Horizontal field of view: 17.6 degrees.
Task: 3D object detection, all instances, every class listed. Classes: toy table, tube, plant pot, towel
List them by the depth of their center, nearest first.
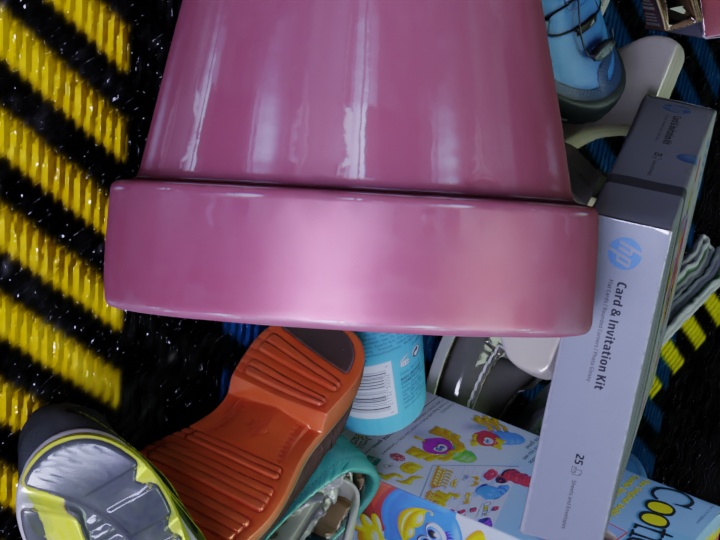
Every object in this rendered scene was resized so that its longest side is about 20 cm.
[{"bbox_3d":[-0.001,-0.068,0.945,0.200,0.200,0.180,1,91,-65],"label":"plant pot"},{"bbox_3d":[0.000,0.000,1.142,0.077,0.050,0.200,-22,138,-14],"label":"tube"},{"bbox_3d":[0.084,-0.048,1.205,0.200,0.117,0.184,5,104,-64],"label":"toy table"},{"bbox_3d":[0.129,0.066,1.383,0.200,0.031,0.149,-45,175,35],"label":"towel"}]

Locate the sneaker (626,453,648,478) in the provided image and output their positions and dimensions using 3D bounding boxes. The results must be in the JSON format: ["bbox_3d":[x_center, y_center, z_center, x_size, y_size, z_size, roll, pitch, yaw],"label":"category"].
[{"bbox_3d":[0.126,0.143,1.400,0.200,0.066,0.079,-37,135,-52],"label":"sneaker"}]

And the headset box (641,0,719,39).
[{"bbox_3d":[0.181,-0.203,1.175,0.149,0.077,0.201,-115,-164,-81],"label":"headset box"}]

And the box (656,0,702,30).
[{"bbox_3d":[0.111,-0.231,1.079,0.164,0.021,0.200,55,17,-62],"label":"box"}]

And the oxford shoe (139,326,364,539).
[{"bbox_3d":[-0.061,0.106,1.083,0.200,0.071,0.073,-44,154,-40],"label":"oxford shoe"}]

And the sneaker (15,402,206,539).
[{"bbox_3d":[-0.082,0.133,0.971,0.074,0.085,0.200,-25,117,-3],"label":"sneaker"}]

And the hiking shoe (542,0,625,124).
[{"bbox_3d":[0.078,-0.153,1.058,0.074,0.087,0.200,-47,118,-35],"label":"hiking shoe"}]

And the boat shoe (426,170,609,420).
[{"bbox_3d":[0.098,0.026,1.360,0.202,0.060,0.072,-63,155,-15],"label":"boat shoe"}]

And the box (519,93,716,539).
[{"bbox_3d":[0.123,0.019,1.086,0.200,0.041,0.156,-56,158,-68],"label":"box"}]

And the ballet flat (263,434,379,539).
[{"bbox_3d":[-0.053,0.155,1.133,0.200,0.070,0.067,-53,152,-31],"label":"ballet flat"}]

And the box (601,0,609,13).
[{"bbox_3d":[0.093,-0.182,1.215,0.110,0.035,0.200,-65,156,-8],"label":"box"}]

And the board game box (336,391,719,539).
[{"bbox_3d":[0.076,0.154,1.244,0.105,0.200,0.103,-33,138,-52],"label":"board game box"}]
